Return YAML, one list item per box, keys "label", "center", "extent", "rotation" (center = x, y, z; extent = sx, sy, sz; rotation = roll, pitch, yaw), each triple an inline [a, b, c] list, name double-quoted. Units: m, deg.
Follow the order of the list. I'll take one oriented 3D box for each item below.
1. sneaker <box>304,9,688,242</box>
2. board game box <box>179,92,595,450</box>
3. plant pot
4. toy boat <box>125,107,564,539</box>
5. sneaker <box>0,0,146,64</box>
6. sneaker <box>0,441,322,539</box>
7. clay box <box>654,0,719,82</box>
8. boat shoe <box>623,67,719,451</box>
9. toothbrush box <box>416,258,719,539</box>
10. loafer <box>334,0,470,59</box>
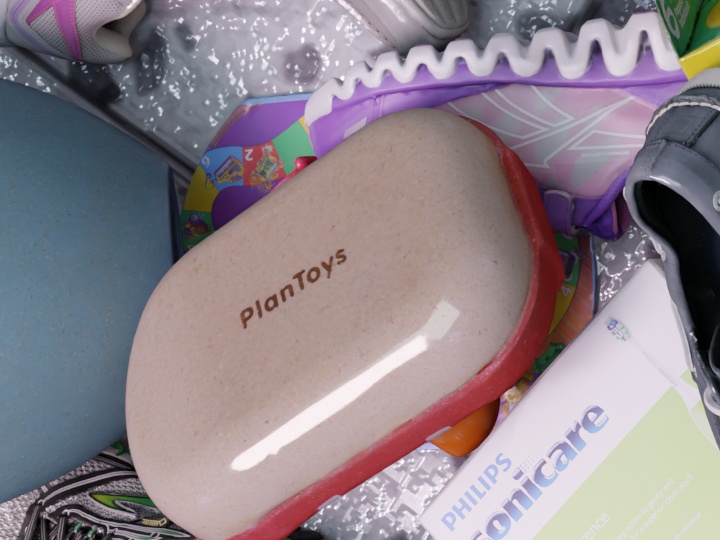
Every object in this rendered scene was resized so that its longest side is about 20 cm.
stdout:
- label: "sneaker"
  center: [0.074, -0.053, 1.084]
  extent: [0.200, 0.080, 0.089]
  rotation: [-7, 90, 18]
- label: "board game box"
  center: [0.000, 0.000, 1.146]
  extent: [0.199, 0.039, 0.159]
  rotation: [-3, 90, 24]
- label: "plant pot"
  center: [-0.144, 0.005, 1.147]
  extent: [0.134, 0.200, 0.201]
  rotation: [-5, 89, -1]
- label: "toy boat"
  center: [0.006, 0.037, 1.062]
  extent: [0.200, 0.131, 0.131]
  rotation: [-34, 47, 22]
- label: "sneaker"
  center: [-0.117, -0.161, 1.145]
  extent: [0.088, 0.200, 0.082]
  rotation: [17, 58, -2]
- label: "sneaker"
  center: [-0.102, 0.123, 1.173]
  extent: [0.200, 0.085, 0.078]
  rotation: [14, 97, 24]
- label: "clay box"
  center: [0.175, -0.045, 0.988]
  extent: [0.048, 0.115, 0.200]
  rotation: [-25, 106, 22]
- label: "boat shoe"
  center: [0.134, 0.029, 0.942]
  extent: [0.073, 0.062, 0.200]
  rotation: [8, 126, 38]
- label: "toothbrush box"
  center: [0.147, 0.114, 1.059]
  extent: [0.200, 0.086, 0.146]
  rotation: [45, 107, 16]
- label: "loafer"
  center: [-0.031, -0.160, 1.147]
  extent: [0.200, 0.070, 0.070]
  rotation: [51, 123, 16]
